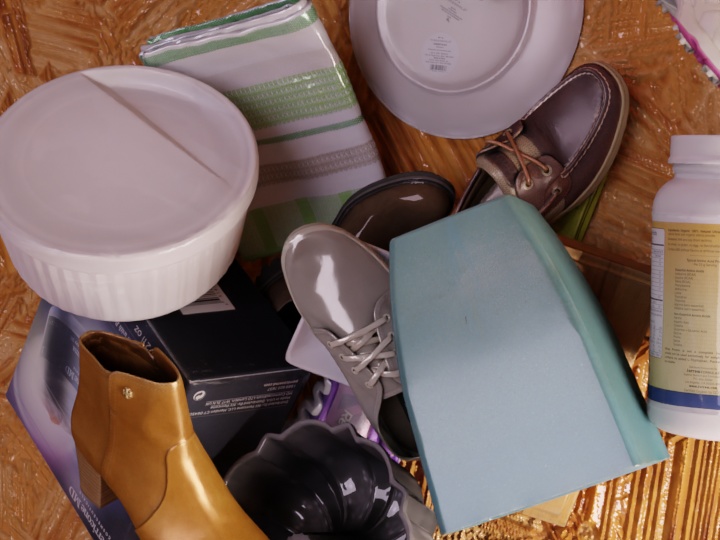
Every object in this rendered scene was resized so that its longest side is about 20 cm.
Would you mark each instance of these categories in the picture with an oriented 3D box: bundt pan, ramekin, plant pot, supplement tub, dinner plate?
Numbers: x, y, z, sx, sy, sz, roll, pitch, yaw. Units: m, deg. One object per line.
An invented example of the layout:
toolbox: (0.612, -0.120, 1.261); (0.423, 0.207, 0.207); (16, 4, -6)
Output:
bundt pan: (-0.024, 0.212, 1.444); (0.202, 0.076, 0.202); (-16, 63, 33)
ramekin: (-0.174, -0.051, 1.474); (0.202, 0.202, 0.094); (33, 145, 25)
plant pot: (0.103, 0.058, 1.362); (0.141, 0.141, 0.200); (-21, 81, 14)
supplement tub: (0.266, 0.009, 1.347); (0.144, 0.144, 0.200); (3, 93, 30)
dinner plate: (0.074, -0.200, 1.521); (0.200, 0.024, 0.200); (2, 94, 31)

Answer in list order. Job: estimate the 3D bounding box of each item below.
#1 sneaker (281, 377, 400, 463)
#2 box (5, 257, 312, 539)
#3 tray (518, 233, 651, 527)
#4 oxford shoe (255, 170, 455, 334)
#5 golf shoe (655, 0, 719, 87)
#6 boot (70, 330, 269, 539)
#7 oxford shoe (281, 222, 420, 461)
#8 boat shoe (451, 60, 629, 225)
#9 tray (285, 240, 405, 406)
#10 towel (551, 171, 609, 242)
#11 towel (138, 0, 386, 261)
sneaker: (0.008, 0.104, 1.543); (0.088, 0.080, 0.200); (41, 116, 17)
box: (-0.162, 0.088, 1.562); (0.200, 0.123, 0.199); (51, 131, 35)
tray: (0.138, 0.079, 1.457); (0.099, 0.037, 0.200); (18, 103, -10)
oxford shoe: (0.000, 0.000, 1.528); (0.200, 0.073, 0.084); (-41, 33, 31)
golf shoe: (0.254, -0.183, 1.371); (0.091, 0.075, 0.200); (-36, 58, 14)
boot: (-0.128, 0.135, 1.399); (0.201, 0.071, 0.144); (30, 133, 27)
oxford shoe: (0.010, 0.054, 1.437); (0.075, 0.058, 0.200); (-27, 105, 9)
boat shoe: (0.117, -0.067, 1.455); (0.072, 0.072, 0.200); (50, 114, 24)
tray: (0.055, 0.053, 1.479); (0.200, 0.022, 0.108); (21, 105, -8)
towel: (0.112, -0.001, 1.509); (0.086, 0.018, 0.200); (29, 105, 25)
towel: (-0.068, -0.103, 1.536); (0.149, 0.031, 0.200); (-12, 118, 24)
